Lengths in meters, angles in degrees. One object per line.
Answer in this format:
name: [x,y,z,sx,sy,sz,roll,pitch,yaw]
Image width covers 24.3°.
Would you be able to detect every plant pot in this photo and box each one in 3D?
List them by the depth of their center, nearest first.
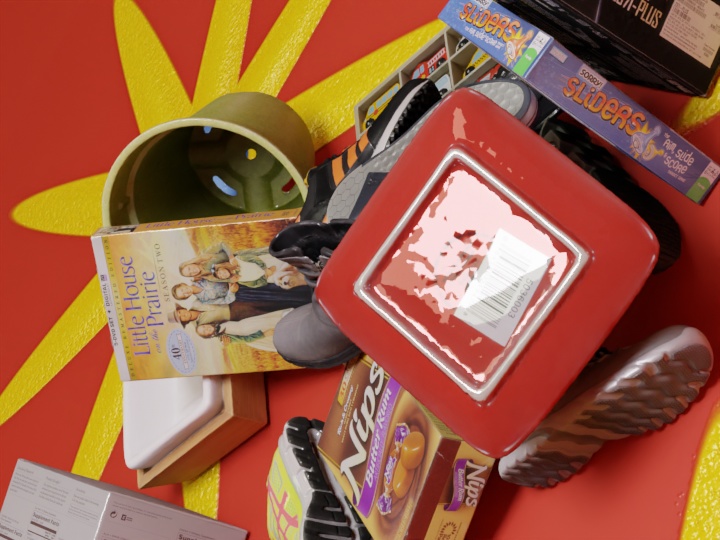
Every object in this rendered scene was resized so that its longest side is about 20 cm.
plant pot: [-0.123,-0.081,1.590,0.200,0.200,0.184,-48,9,25]

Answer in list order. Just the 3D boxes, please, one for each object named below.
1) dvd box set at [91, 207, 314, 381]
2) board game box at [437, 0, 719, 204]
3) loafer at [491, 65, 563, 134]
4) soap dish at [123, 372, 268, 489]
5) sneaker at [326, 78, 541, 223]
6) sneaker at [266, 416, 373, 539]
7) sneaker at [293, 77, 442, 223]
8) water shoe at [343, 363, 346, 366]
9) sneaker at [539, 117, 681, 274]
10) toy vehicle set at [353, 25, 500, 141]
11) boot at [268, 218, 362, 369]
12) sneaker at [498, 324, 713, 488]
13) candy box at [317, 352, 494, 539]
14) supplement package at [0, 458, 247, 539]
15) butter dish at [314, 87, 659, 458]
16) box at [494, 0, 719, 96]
dvd box set: [-0.135,0.023,1.514,0.029,0.200,0.147,-59,-37,-68]
board game box: [0.162,-0.130,1.229,0.034,0.200,0.135,-54,36,8]
loafer: [0.116,-0.109,1.399,0.201,0.070,0.068,-50,13,49]
soap dish: [-0.163,0.100,1.642,0.157,0.081,0.200,-39,43,35]
sneaker: [0.094,-0.060,1.303,0.202,0.146,0.077,-32,39,36]
sneaker: [-0.037,0.224,1.417,0.090,0.078,0.200,-57,30,33]
sneaker: [-0.004,-0.088,1.432,0.090,0.070,0.200,15,67,33]
water shoe: [0.000,0.000,1.492,0.079,0.071,0.200,143,130,-64]
sneaker: [0.176,-0.034,1.277,0.089,0.074,0.200,-60,27,19]
toy vehicle set: [0.071,-0.152,1.521,0.200,0.026,0.124,-38,44,35]
boot: [-0.029,0.011,1.342,0.200,0.132,0.070,-15,43,44]
sneaker: [0.166,0.082,1.210,0.200,0.075,0.082,-36,46,38]
candy box: [0.033,0.142,1.337,0.200,0.056,0.117,-129,55,-62]
supplement package: [-0.233,0.262,1.574,0.200,0.156,0.111,7,77,55]
butter dish: [0.106,0.003,1.199,0.199,0.148,0.200,41,106,23]
box: [0.165,-0.220,1.279,0.164,0.200,0.086,21,87,56]
